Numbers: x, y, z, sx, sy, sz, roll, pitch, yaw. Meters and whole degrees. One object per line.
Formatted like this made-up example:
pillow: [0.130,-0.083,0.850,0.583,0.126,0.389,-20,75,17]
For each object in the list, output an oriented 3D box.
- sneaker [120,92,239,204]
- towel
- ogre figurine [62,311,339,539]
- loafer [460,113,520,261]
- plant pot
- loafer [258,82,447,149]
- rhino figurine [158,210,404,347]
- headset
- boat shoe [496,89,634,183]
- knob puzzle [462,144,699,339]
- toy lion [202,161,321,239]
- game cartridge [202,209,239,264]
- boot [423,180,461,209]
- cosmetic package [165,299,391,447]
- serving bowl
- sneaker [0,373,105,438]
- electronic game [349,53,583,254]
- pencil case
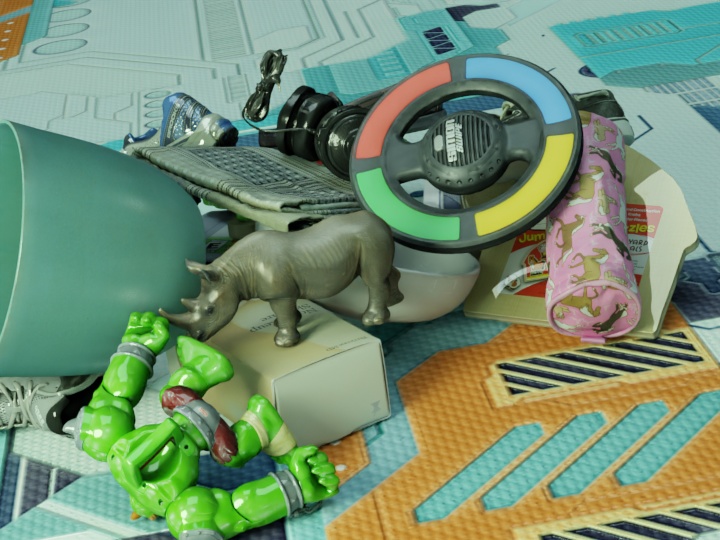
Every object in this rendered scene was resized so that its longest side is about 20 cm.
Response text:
sneaker: [-0.195,-0.092,1.584,0.085,0.200,0.077,45,31,9]
towel: [-0.070,-0.075,1.437,0.200,0.035,0.192,25,16,33]
ogre figurine: [-0.125,0.121,1.181,0.120,0.200,0.098,-39,-4,-29]
loafer: [0.125,-0.069,1.538,0.076,0.067,0.200,-9,47,-5]
plant pot: [-0.217,-0.008,1.304,0.161,0.201,0.201,8,15,-26]
loafer: [-0.012,-0.163,1.702,0.200,0.063,0.072,-11,10,-6]
rhino figurine: [-0.060,0.008,1.270,0.200,0.088,0.060,-13,22,-17]
headset: [-0.024,-0.136,1.475,0.200,0.094,0.123,9,12,-46]
boat shoe: [0.154,-0.125,1.500,0.200,0.064,0.071,-11,-19,-28]
knob puzzle: [0.202,-0.028,1.448,0.219,0.030,0.220,-13,49,15]
toy lion: [-0.063,-0.091,1.661,0.200,0.069,0.192,-8,15,0]
game cartridge: [-0.098,-0.021,1.618,0.200,0.041,0.133,4,22,27]
boot: [0.110,-0.086,1.670,0.090,0.073,0.200,1,31,3]
cosmetic package: [-0.072,0.072,1.334,0.105,0.071,0.200,-20,25,-28]
serving bowl: [0.000,0.000,1.425,0.200,0.066,0.200,15,12,-3]
sneaker: [-0.286,0.105,1.329,0.200,0.075,0.115,-18,27,-26]
electronic game: [0.087,-0.100,1.382,0.200,0.042,0.200,-9,57,14]
pencil case: [0.188,-0.038,1.382,0.083,0.087,0.200,-28,44,31]
